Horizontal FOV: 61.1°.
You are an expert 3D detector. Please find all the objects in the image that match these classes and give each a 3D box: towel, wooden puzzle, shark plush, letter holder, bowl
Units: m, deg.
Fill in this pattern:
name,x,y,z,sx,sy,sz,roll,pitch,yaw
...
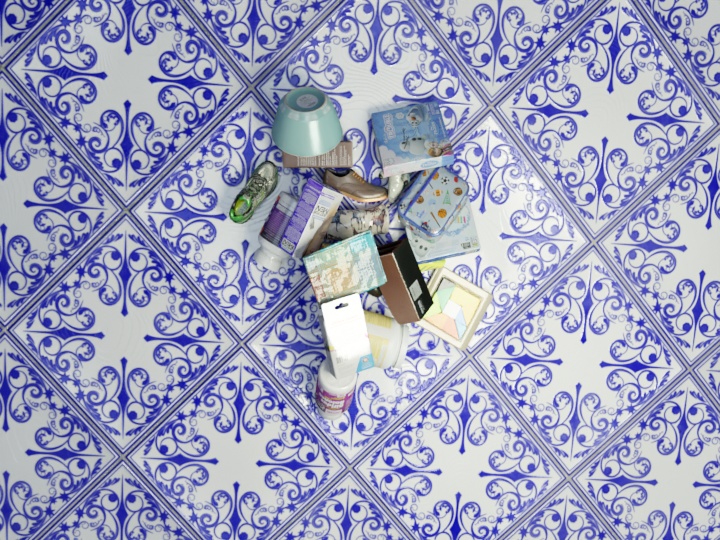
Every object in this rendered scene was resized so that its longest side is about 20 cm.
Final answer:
name,x,y,z,sx,sy,sz,roll,pitch,yaw
towel,-0.038,-0.002,1.573,0.194,0.022,0.151,-21,103,-8
wooden puzzle,0.269,0.112,1.788,0.196,0.037,0.189,28,95,-6
shark plush,0.110,-0.295,1.706,0.088,0.084,0.206,5,67,17
letter holder,0.091,0.036,1.673,0.139,0.100,0.205,-13,108,37
bowl,-0.144,-0.408,1.615,0.193,0.205,0.107,-2,140,-2

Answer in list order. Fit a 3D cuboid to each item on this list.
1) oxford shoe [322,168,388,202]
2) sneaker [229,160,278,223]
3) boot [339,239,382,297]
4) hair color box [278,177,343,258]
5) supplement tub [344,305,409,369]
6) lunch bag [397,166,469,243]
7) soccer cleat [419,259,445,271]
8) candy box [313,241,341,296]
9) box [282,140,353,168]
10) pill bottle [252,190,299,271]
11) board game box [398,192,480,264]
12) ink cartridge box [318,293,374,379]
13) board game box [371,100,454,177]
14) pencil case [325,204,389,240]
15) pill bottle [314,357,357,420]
name,x,y,z,sx,sy,sz,roll,pitch,yaw
oxford shoe,-0.012,-0.240,1.707,0.193,0.072,0.075,7,115,-3
sneaker,-0.296,-0.214,1.700,0.077,0.085,0.203,33,94,-6
boot,0.000,0.000,1.732,0.074,0.097,0.202,-38,97,3
hair color box,-0.132,-0.134,1.638,0.064,0.108,0.204,32,101,27
supplement tub,0.031,0.194,1.734,0.193,0.145,0.150,15,97,-4
lunch bag,0.193,-0.186,1.664,0.159,0.076,0.202,36,79,14
soccer cleat,0.150,-0.011,1.765,0.193,0.065,0.086,-6,124,-5
candy box,-0.095,-0.010,1.675,0.055,0.200,0.121,13,96,-7
box,-0.117,-0.321,1.685,0.192,0.100,0.078,1,101,-2
pill bottle,-0.220,-0.106,1.703,0.109,0.111,0.204,28,95,-6
board game box,0.220,-0.134,1.716,0.193,0.043,0.206,-11,76,0
ink cartridge box,-0.041,0.167,1.606,0.112,0.068,0.207,-15,101,-16
board game box,0.139,-0.361,1.664,0.192,0.044,0.205,-11,59,0
pencil case,-0.011,-0.139,1.724,0.193,0.078,0.092,-6,112,-1
pill bottle,-0.073,0.339,1.723,0.108,0.115,0.203,7,139,-3
